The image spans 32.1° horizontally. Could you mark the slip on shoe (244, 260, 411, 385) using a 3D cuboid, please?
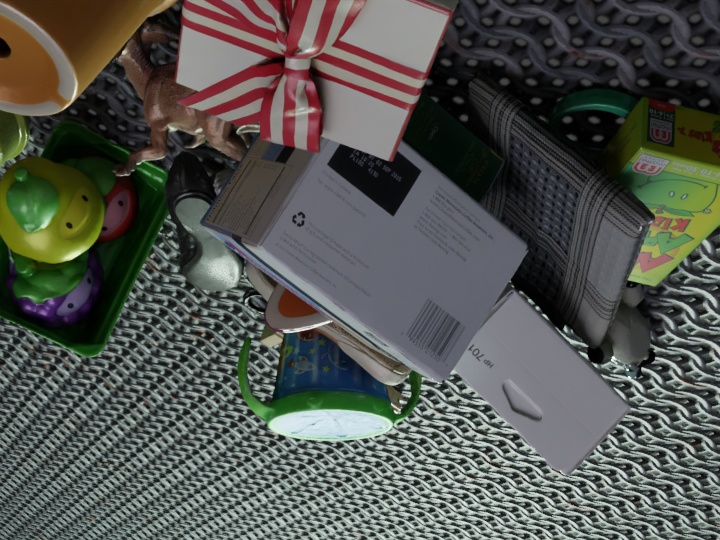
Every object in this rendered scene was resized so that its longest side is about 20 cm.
[{"bbox_3d":[-0.023,0.032,1.251,0.200,0.076,0.061,39,120,6],"label":"slip on shoe"}]

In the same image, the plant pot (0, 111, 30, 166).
[{"bbox_3d":[-0.445,-0.100,1.190,0.199,0.185,0.201,14,149,8],"label":"plant pot"}]

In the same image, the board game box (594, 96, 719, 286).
[{"bbox_3d":[0.233,-0.057,1.006,0.101,0.048,0.200,12,154,-7],"label":"board game box"}]

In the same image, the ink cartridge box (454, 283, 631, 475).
[{"bbox_3d":[0.140,0.079,1.106,0.146,0.086,0.200,45,-178,-7],"label":"ink cartridge box"}]

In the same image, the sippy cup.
[{"bbox_3d":[-0.031,0.102,1.328,0.139,0.131,0.177,-14,154,34],"label":"sippy cup"}]

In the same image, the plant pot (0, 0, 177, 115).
[{"bbox_3d":[-0.222,-0.218,0.880,0.198,0.184,0.201,13,149,8],"label":"plant pot"}]

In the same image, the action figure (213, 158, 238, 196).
[{"bbox_3d":[-0.066,-0.056,1.128,0.119,0.102,0.200,57,168,24],"label":"action figure"}]

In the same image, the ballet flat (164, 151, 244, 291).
[{"bbox_3d":[-0.148,-0.039,1.215,0.066,0.057,0.201,-3,149,-1],"label":"ballet flat"}]

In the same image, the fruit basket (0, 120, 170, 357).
[{"bbox_3d":[-0.273,-0.038,1.180,0.155,0.217,0.215,27,148,-16],"label":"fruit basket"}]

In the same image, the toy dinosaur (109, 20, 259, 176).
[{"bbox_3d":[-0.133,-0.146,1.014,0.198,0.086,0.137,11,124,14],"label":"toy dinosaur"}]

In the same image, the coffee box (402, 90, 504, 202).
[{"bbox_3d":[0.009,-0.128,0.999,0.200,0.044,0.123,37,168,-24],"label":"coffee box"}]

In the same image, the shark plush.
[{"bbox_3d":[0.243,0.051,1.222,0.083,0.092,0.200,20,177,37],"label":"shark plush"}]

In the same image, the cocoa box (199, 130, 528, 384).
[{"bbox_3d":[0.002,-0.028,0.978,0.200,0.134,0.131,37,172,-27],"label":"cocoa box"}]

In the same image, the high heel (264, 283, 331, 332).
[{"bbox_3d":[0.000,0.000,1.117,0.068,0.199,0.096,58,169,9],"label":"high heel"}]

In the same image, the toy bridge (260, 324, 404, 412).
[{"bbox_3d":[-0.025,0.109,1.456,0.199,0.027,0.067,35,143,-26],"label":"toy bridge"}]

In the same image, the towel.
[{"bbox_3d":[0.144,-0.040,1.024,0.193,0.034,0.201,44,156,24],"label":"towel"}]

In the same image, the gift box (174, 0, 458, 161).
[{"bbox_3d":[-0.033,-0.193,0.818,0.198,0.188,0.185,16,149,1],"label":"gift box"}]

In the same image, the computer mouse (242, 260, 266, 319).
[{"bbox_3d":[-0.120,-0.004,1.322,0.058,0.034,0.200,-8,143,21],"label":"computer mouse"}]

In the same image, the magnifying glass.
[{"bbox_3d":[0.164,-0.091,1.038,0.079,0.023,0.200,24,152,-17],"label":"magnifying glass"}]
